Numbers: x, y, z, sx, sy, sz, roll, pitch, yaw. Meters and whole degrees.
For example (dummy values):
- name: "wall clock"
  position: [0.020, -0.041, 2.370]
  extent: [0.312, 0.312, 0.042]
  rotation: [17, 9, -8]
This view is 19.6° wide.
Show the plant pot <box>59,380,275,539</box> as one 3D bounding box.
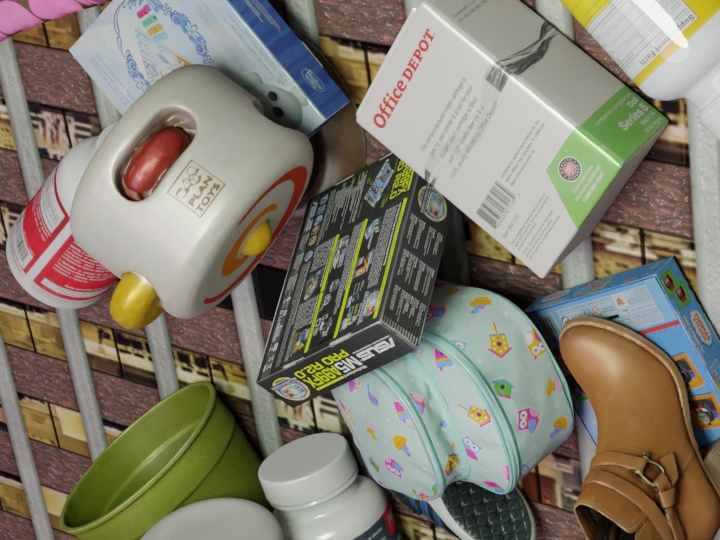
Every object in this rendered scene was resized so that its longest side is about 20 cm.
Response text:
- name: "plant pot"
  position: [-0.156, 0.246, 2.043]
  extent: [0.193, 0.200, 0.200]
  rotation: [48, 139, -16]

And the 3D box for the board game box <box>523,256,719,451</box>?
- name: "board game box"
  position: [0.238, 0.097, 1.698]
  extent: [0.151, 0.037, 0.200]
  rotation: [-19, 105, 46]

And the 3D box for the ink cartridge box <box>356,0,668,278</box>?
- name: "ink cartridge box"
  position: [0.114, -0.116, 1.616]
  extent: [0.200, 0.084, 0.146]
  rotation: [41, 137, 9]

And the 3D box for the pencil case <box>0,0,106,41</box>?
- name: "pencil case"
  position: [-0.297, -0.258, 1.860]
  extent: [0.200, 0.094, 0.091]
  rotation: [-9, 103, 42]

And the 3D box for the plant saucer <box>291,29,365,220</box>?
- name: "plant saucer"
  position: [-0.085, -0.126, 1.819]
  extent: [0.200, 0.032, 0.200]
  rotation: [22, 132, 27]

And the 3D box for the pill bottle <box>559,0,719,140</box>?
- name: "pill bottle"
  position: [0.213, -0.191, 1.458]
  extent: [0.200, 0.112, 0.112]
  rotation: [47, 138, 2]

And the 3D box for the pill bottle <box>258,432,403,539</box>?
- name: "pill bottle"
  position: [-0.020, 0.262, 1.973]
  extent: [0.120, 0.120, 0.200]
  rotation: [-3, 117, 41]

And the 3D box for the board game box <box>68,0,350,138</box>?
- name: "board game box"
  position: [-0.133, -0.167, 1.773]
  extent: [0.200, 0.043, 0.199]
  rotation: [51, 137, -2]

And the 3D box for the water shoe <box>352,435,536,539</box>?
- name: "water shoe"
  position: [0.079, 0.198, 1.897]
  extent: [0.200, 0.072, 0.079]
  rotation: [40, 159, 16]

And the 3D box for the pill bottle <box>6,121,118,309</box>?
- name: "pill bottle"
  position: [-0.246, -0.055, 1.944]
  extent: [0.112, 0.112, 0.200]
  rotation: [48, 138, 2]

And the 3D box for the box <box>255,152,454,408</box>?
- name: "box"
  position: [0.000, 0.000, 1.705]
  extent: [0.044, 0.200, 0.160]
  rotation: [36, 139, -26]

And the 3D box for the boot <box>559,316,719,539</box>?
- name: "boot"
  position: [0.199, 0.143, 1.620]
  extent: [0.200, 0.155, 0.077]
  rotation: [52, 139, -2]

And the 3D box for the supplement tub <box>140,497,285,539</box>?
- name: "supplement tub"
  position: [-0.119, 0.326, 1.915]
  extent: [0.145, 0.145, 0.200]
  rotation: [8, 126, 36]

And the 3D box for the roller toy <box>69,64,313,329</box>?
- name: "roller toy"
  position: [-0.132, -0.059, 1.680]
  extent: [0.140, 0.200, 0.183]
  rotation: [36, 131, 11]

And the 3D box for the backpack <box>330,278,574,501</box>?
- name: "backpack"
  position: [0.074, 0.101, 1.734]
  extent: [0.200, 0.153, 0.176]
  rotation: [4, 123, 49]
